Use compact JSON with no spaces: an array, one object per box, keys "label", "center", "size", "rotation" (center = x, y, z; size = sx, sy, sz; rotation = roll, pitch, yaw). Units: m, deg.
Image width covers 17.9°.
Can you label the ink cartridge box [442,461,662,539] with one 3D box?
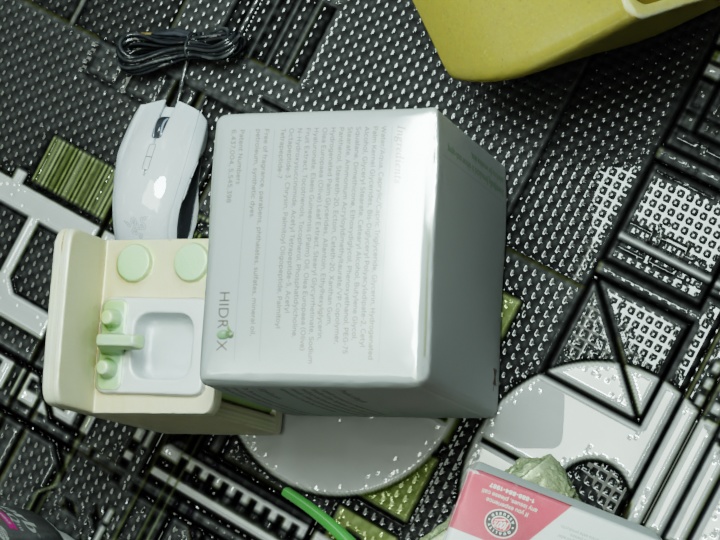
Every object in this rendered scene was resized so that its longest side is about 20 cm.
[{"label":"ink cartridge box","center":[0.108,0.252,1.588],"size":[0.144,0.083,0.201],"rotation":[21,90,4]}]

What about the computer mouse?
[{"label":"computer mouse","center":[-0.156,-0.099,1.819],"size":[0.109,0.044,0.201],"rotation":[5,81,19]}]

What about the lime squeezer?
[{"label":"lime squeezer","center":[0.004,0.241,1.710],"size":[0.071,0.038,0.201],"rotation":[-37,68,42]}]

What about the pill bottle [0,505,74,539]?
[{"label":"pill bottle","center":[-0.283,0.232,1.717],"size":[0.116,0.200,0.117],"rotation":[-3,79,18]}]

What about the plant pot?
[{"label":"plant pot","center":[0.138,-0.237,1.655],"size":[0.200,0.194,0.196],"rotation":[-32,82,42]}]

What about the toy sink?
[{"label":"toy sink","center":[-0.136,0.047,1.699],"size":[0.111,0.200,0.131],"rotation":[-1,79,22]}]

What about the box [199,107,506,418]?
[{"label":"box","center":[0.000,0.000,1.662],"size":[0.170,0.199,0.201],"rotation":[1,80,19]}]

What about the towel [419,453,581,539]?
[{"label":"towel","center":[0.095,0.242,1.649],"size":[0.200,0.036,0.149],"rotation":[-36,85,3]}]
